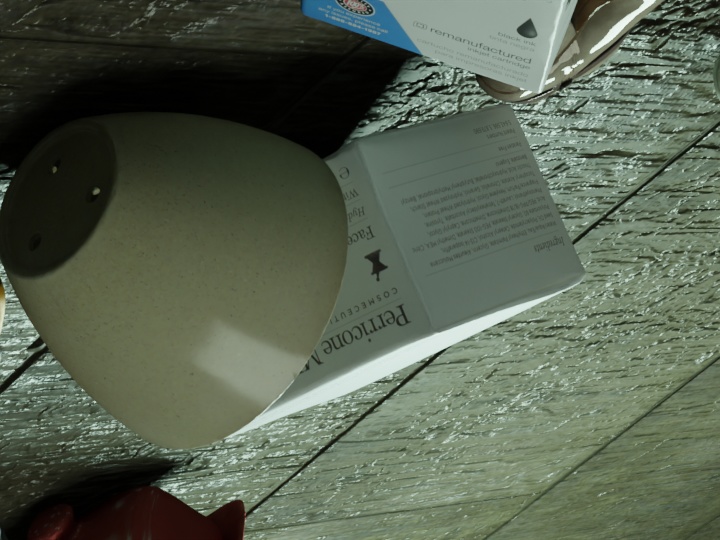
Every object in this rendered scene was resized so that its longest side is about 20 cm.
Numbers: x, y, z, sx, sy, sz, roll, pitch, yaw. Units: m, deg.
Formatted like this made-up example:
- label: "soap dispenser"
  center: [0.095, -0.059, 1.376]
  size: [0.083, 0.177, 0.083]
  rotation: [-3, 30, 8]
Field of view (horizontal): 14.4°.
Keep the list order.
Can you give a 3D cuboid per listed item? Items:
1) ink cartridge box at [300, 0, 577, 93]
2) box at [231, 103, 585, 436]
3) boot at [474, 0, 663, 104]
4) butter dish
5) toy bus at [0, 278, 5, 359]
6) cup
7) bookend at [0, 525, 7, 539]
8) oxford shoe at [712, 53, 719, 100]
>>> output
- label: "ink cartridge box"
  center: [0.051, -0.192, 1.485]
  size: [0.200, 0.144, 0.084]
  rotation: [99, 11, -65]
- label: "box"
  center: [0.000, 0.000, 1.822]
  size: [0.199, 0.131, 0.200]
  rotation: [-27, 175, 33]
- label: "boot"
  center: [0.159, -0.175, 1.816]
  size: [0.200, 0.070, 0.146]
  rotation: [-28, 166, 0]
- label: "butter dish"
  center: [-0.202, 0.243, 2.244]
  size: [0.200, 0.148, 0.200]
  rotation: [-34, -157, 18]
- label: "toy bus"
  center: [-0.272, 0.051, 1.757]
  size: [0.065, 0.078, 0.200]
  rotation: [-19, 158, -28]
- label: "cup"
  center: [-0.127, -0.015, 1.674]
  size: [0.200, 0.201, 0.143]
  rotation: [-37, 134, 23]
- label: "bookend"
  center: [-0.335, 0.186, 1.982]
  size: [0.200, 0.092, 0.199]
  rotation: [-22, 159, -19]
- label: "oxford shoe"
  center: [0.318, -0.135, 2.118]
  size: [0.058, 0.075, 0.200]
  rotation: [3, -176, 43]
